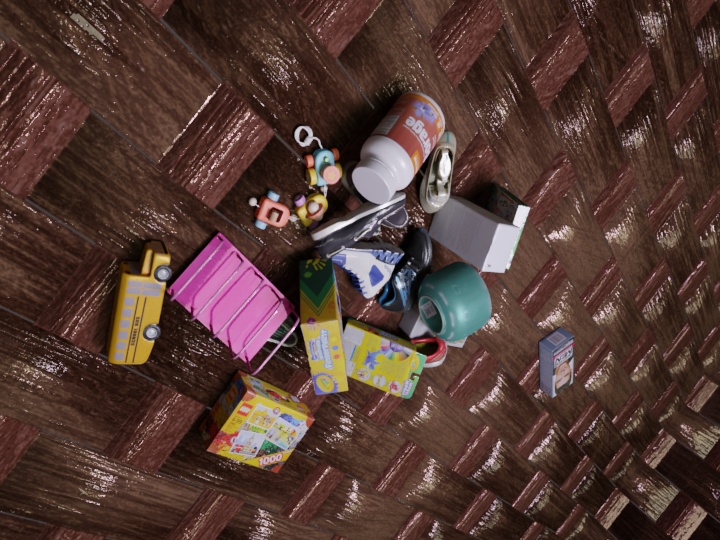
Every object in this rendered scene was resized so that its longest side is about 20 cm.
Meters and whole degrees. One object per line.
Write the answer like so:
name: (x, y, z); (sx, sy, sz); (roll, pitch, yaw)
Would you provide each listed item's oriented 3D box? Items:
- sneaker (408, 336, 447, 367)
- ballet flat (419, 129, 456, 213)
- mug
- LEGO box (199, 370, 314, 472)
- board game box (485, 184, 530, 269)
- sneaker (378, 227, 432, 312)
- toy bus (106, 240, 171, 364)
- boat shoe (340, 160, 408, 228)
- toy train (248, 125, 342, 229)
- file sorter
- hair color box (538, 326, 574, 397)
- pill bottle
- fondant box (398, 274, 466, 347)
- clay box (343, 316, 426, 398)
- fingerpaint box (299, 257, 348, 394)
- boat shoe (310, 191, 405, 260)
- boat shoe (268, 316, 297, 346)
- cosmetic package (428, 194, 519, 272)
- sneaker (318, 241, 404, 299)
sneaker: (0.108, 0.193, 1.242); (0.193, 0.079, 0.086); (-16, 150, 0)
ballet flat: (0.163, -0.189, 1.097); (0.068, 0.070, 0.205); (-21, 137, -22)
mug: (0.195, 0.088, 1.154); (0.112, 0.151, 0.191); (-22, 124, -25)
LEGO box: (-0.219, 0.327, 1.128); (0.198, 0.077, 0.151); (35, 93, -39)
board game box: (0.317, -0.104, 1.190); (0.028, 0.201, 0.139); (13, 109, -6)
sneaker: (0.101, 0.003, 1.176); (0.079, 0.073, 0.207); (2, 112, -34)
toy bus: (-0.376, 0.054, 0.897); (0.076, 0.065, 0.207); (7, 110, -32)
boat shoe: (0.038, -0.142, 1.067); (0.072, 0.065, 0.199); (-48, 128, 1)
toy train: (-0.109, -0.150, 0.974); (0.148, 0.055, 0.204); (24, 99, -39)
file sorter: (-0.218, 0.060, 0.920); (0.140, 0.125, 0.200); (-47, 108, -7)
hair color box: (0.621, 0.292, 1.671); (0.097, 0.060, 0.205); (-27, 126, -19)
pill bottle: (0.069, -0.225, 0.977); (0.203, 0.110, 0.113); (-56, 133, -25)
fondant box: (0.204, 0.101, 1.304); (0.195, 0.058, 0.148); (15, 105, -36)
clay box: (0.042, 0.199, 1.188); (0.194, 0.048, 0.118); (22, 105, -2)
fingerpaint box: (-0.070, 0.109, 1.029); (0.070, 0.170, 0.205); (-7, 131, -1)
boat shoe: (0.002, -0.085, 0.995); (0.195, 0.074, 0.062); (-27, 107, -5)
boat shoe: (-0.200, 0.093, 1.032); (0.197, 0.062, 0.074); (26, 99, -38)
cosmetic package: (0.239, -0.085, 1.140); (0.069, 0.200, 0.105); (5, 113, -32)
sneaker: (0.001, 0.000, 1.105); (0.194, 0.080, 0.119); (6, 108, -36)
